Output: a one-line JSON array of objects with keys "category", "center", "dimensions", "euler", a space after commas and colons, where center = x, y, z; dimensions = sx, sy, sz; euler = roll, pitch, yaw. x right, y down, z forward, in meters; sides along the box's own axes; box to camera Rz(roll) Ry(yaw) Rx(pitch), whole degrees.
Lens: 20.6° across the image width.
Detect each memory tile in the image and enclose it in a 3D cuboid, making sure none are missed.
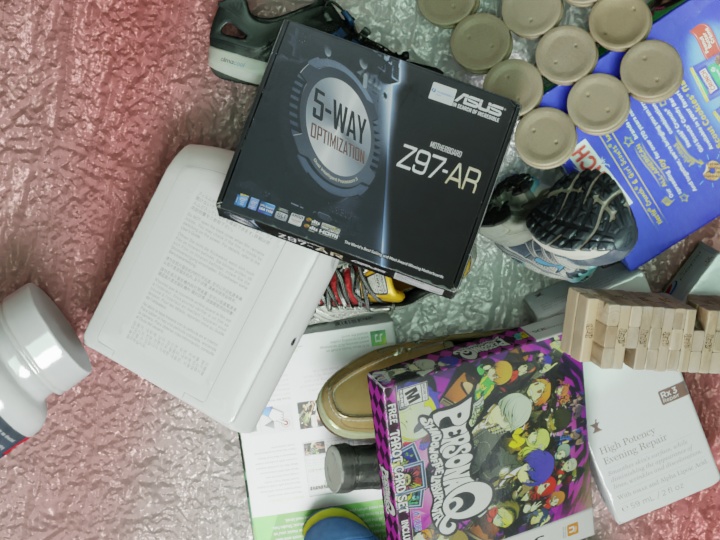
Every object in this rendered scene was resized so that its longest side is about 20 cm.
[{"category": "memory tile", "center": [0.152, -0.191, 1.594], "dimensions": [0.153, 0.017, 0.200], "euler": [-33, 70, 3]}]

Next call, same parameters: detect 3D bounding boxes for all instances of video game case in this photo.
[{"category": "video game case", "center": [0.101, 0.152, 1.614], "dimensions": [0.181, 0.036, 0.201], "euler": [-15, 115, -20]}]

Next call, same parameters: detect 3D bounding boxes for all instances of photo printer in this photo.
[{"category": "photo printer", "center": [-0.113, 0.007, 1.606], "dimensions": [0.166, 0.069, 0.200], "euler": [27, 93, 18]}]

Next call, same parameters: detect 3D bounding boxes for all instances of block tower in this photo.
[{"category": "block tower", "center": [0.263, 0.050, 1.596], "dimensions": [0.199, 0.054, 0.058], "euler": [2, 104, -22]}]

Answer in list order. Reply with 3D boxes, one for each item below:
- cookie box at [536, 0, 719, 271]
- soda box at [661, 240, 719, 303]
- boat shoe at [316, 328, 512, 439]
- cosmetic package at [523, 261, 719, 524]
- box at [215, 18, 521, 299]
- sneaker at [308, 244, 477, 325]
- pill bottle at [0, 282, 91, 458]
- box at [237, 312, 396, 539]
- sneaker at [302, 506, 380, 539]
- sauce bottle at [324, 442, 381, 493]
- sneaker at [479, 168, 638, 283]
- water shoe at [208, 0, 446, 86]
[{"category": "cookie box", "center": [0.256, -0.127, 1.637], "dimensions": [0.200, 0.075, 0.171], "euler": [-32, 103, 2]}, {"category": "soda box", "center": [0.353, 0.060, 1.693], "dimensions": [0.200, 0.064, 0.068], "euler": [35, 96, -12]}, {"category": "boat shoe", "center": [0.059, 0.082, 1.629], "dimensions": [0.200, 0.076, 0.072], "euler": [-19, 79, -27]}, {"category": "cosmetic package", "center": [0.222, 0.101, 1.685], "dimensions": [0.101, 0.074, 0.200], "euler": [-24, 104, 0]}, {"category": "box", "center": [0.007, -0.086, 1.543], "dimensions": [0.199, 0.044, 0.161], "euler": [20, 82, 1]}, {"category": "sneaker", "center": [0.000, 0.000, 1.637], "dimensions": [0.199, 0.082, 0.078], "euler": [-18, 104, 2]}, {"category": "pill bottle", "center": [-0.325, 0.103, 1.612], "dimensions": [0.200, 0.120, 0.120], "euler": [-34, 103, 3]}, {"category": "box", "center": [-0.032, 0.144, 1.691], "dimensions": [0.144, 0.036, 0.201], "euler": [-7, 101, -4]}, {"category": "sneaker", "center": [0.028, 0.278, 1.683], "dimensions": [0.066, 0.079, 0.200], "euler": [-43, 121, 17]}, {"category": "sauce bottle", "center": [0.068, 0.161, 1.663], "dimensions": [0.199, 0.065, 0.065], "euler": [-1, 103, -21]}, {"category": "sneaker", "center": [0.173, -0.030, 1.598], "dimensions": [0.086, 0.200, 0.078], "euler": [44, 79, -24]}, {"category": "water shoe", "center": [-0.022, -0.181, 1.603], "dimensions": [0.199, 0.072, 0.079], "euler": [6, 99, -7]}]
